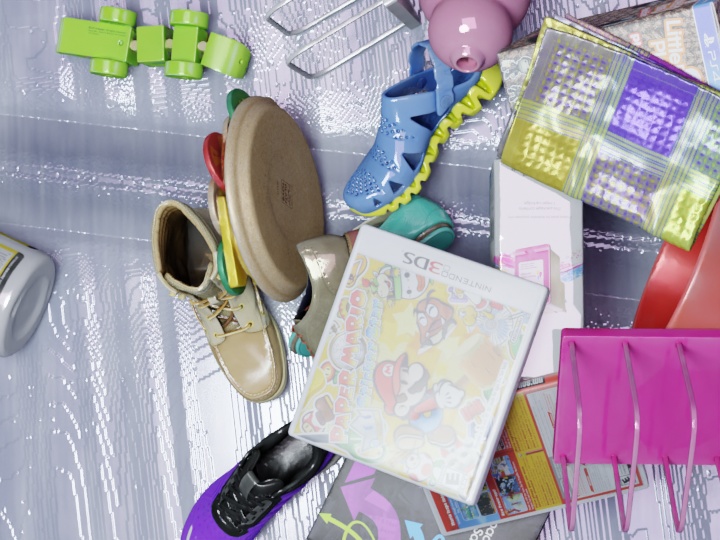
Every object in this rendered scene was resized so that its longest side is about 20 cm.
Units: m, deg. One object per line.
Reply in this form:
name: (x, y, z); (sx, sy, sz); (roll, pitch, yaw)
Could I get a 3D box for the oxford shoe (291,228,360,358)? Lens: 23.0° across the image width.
oxford shoe: (-0.029, 0.061, 1.643); (0.074, 0.070, 0.202); (-4, 103, -10)

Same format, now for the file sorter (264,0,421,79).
file sorter: (-0.050, -0.303, 1.685); (0.124, 0.139, 0.201); (-28, 84, 9)

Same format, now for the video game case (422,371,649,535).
video game case: (0.148, 0.162, 1.590); (0.198, 0.018, 0.144); (-15, 122, 11)

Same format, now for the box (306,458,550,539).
box: (0.067, 0.236, 1.671); (0.198, 0.036, 0.144); (26, 91, 7)

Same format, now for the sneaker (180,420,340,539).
sneaker: (-0.104, 0.207, 1.682); (0.200, 0.100, 0.070); (-44, 80, 3)

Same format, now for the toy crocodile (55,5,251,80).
toy crocodile: (-0.206, -0.222, 1.745); (0.198, 0.062, 0.068); (5, 88, 13)

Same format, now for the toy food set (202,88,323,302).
toy food set: (-0.089, -0.069, 1.649); (0.048, 0.198, 0.202); (-8, 89, 21)

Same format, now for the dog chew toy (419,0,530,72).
dog chew toy: (0.106, -0.269, 1.641); (0.123, 0.125, 0.202); (3, 58, 8)

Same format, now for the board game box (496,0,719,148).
board game box: (0.244, -0.182, 1.593); (0.198, 0.159, 0.098); (-11, 101, 22)

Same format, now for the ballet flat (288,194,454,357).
ballet flat: (0.000, 0.000, 1.705); (0.200, 0.067, 0.071); (-40, 58, 4)

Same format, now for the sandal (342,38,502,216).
sandal: (0.044, -0.143, 1.679); (0.201, 0.087, 0.079); (-54, 39, -3)

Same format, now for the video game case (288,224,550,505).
video game case: (0.051, 0.081, 1.558); (0.180, 0.023, 0.202); (19, 87, 16)

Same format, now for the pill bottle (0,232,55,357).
pill bottle: (-0.410, -0.003, 1.732); (0.198, 0.111, 0.112); (25, 91, 9)

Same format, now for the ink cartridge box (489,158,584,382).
ink cartridge box: (0.161, 0.004, 1.632); (0.084, 0.145, 0.203); (1, 87, 2)

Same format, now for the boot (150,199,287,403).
boot: (-0.134, 0.031, 1.668); (0.072, 0.155, 0.202); (-19, 84, 7)

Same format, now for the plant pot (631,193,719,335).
plant pot: (0.358, 0.034, 1.591); (0.176, 0.200, 0.202); (22, 90, -2)

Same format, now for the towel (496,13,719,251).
towel: (0.223, -0.118, 1.518); (0.199, 0.023, 0.145); (28, 111, 12)

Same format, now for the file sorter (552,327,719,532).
file sorter: (0.268, 0.142, 1.487); (0.197, 0.126, 0.140); (1, 124, 1)
